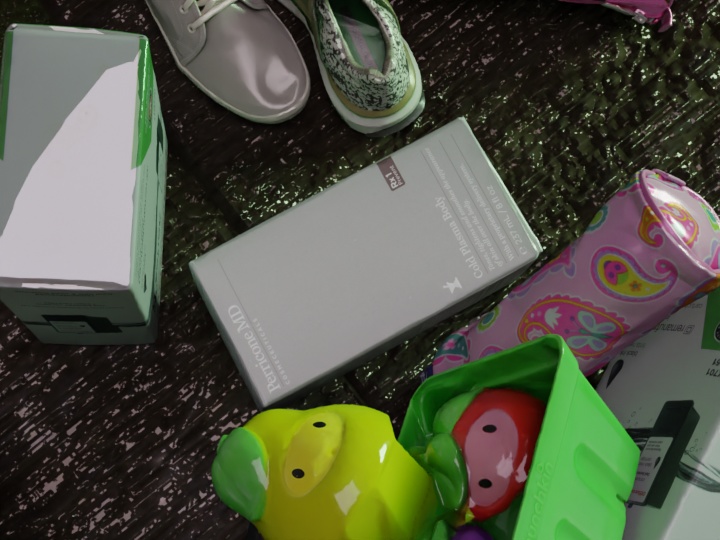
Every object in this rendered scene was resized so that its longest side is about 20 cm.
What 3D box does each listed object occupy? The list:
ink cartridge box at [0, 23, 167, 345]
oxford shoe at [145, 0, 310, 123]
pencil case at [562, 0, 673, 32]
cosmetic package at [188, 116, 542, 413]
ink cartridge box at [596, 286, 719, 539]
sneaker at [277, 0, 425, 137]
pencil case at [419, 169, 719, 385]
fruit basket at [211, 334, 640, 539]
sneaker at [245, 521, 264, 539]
[{"bbox_3d":[-0.163,-0.041,0.877,0.082,0.200,0.148,2,79,-4],"label":"ink cartridge box"},{"bbox_3d":[-0.106,-0.182,0.979,0.075,0.058,0.201,-35,83,-10],"label":"oxford shoe"},{"bbox_3d":[0.119,-0.218,0.979,0.198,0.091,0.095,8,92,3],"label":"pencil case"},{"bbox_3d":[0.000,0.000,0.930,0.199,0.090,0.107,-30,83,-10],"label":"cosmetic package"},{"bbox_3d":[0.194,0.112,0.865,0.083,0.146,0.201,33,78,-18],"label":"ink cartridge box"},{"bbox_3d":[-0.017,-0.190,0.966,0.076,0.089,0.201,-30,80,-7],"label":"sneaker"},{"bbox_3d":[0.128,0.025,0.884,0.200,0.087,0.088,-43,80,31],"label":"pencil case"},{"bbox_3d":[0.029,0.128,0.781,0.214,0.155,0.218,13,67,-33],"label":"fruit basket"},{"bbox_3d":[-0.046,0.186,0.879,0.074,0.106,0.202,5,78,0],"label":"sneaker"}]
